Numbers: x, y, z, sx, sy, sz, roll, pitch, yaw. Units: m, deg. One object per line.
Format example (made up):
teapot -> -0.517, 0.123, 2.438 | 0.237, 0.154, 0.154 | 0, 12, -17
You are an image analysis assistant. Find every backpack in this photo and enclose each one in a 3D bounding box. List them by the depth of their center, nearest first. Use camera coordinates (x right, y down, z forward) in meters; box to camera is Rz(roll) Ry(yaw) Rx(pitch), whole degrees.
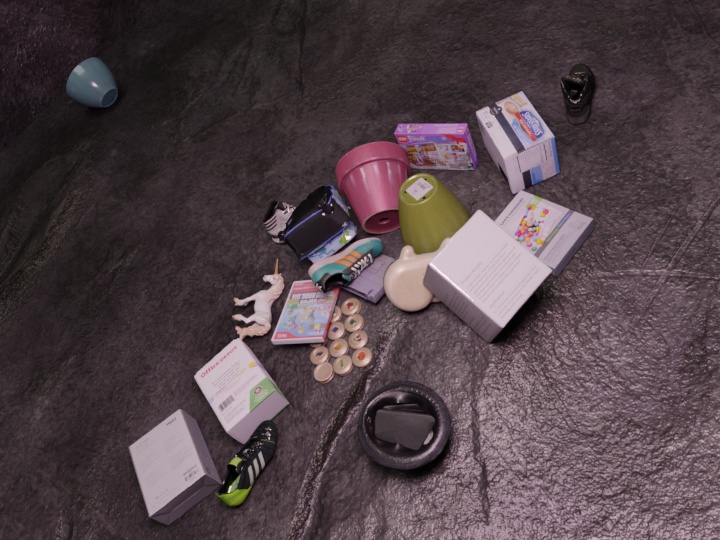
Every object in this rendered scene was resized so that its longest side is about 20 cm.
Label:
backpack -> -0.105, -0.119, 1.663 | 0.183, 0.147, 0.200 | -37, 21, 12

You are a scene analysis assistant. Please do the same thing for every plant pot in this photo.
plant pot -> 0.166, -0.133, 1.525 | 0.186, 0.200, 0.188 | -13, 51, 17
plant pot -> 0.047, -0.204, 1.656 | 0.199, 0.200, 0.180 | -19, 66, 12
plant pot -> -1.081, -0.749, 2.615 | 0.134, 0.200, 0.200 | 38, 75, 5

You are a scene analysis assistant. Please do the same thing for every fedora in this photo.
fedora -> 0.096, 0.325, 1.297 | 0.199, 0.092, 0.202 | -13, 52, 17

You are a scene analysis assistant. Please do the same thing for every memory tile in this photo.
memory tile -> -0.056, 0.166, 1.538 | 0.152, 0.017, 0.201 | -23, 50, 10

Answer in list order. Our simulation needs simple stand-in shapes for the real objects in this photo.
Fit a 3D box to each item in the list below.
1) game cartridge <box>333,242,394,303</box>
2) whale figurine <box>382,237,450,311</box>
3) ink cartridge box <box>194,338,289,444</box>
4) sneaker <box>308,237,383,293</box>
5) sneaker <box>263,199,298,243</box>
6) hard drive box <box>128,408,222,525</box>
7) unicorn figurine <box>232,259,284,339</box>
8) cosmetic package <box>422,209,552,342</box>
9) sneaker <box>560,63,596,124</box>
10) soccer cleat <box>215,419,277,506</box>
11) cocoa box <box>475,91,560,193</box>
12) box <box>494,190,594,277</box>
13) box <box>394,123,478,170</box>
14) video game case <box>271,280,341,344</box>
game cartridge -> 0.000, 0.000, 1.608 | 0.199, 0.039, 0.130 | 23, 54, 36
whale figurine -> 0.144, 0.004, 1.489 | 0.200, 0.159, 0.104 | -38, 14, 0
ink cartridge box -> -0.286, 0.284, 1.519 | 0.145, 0.084, 0.200 | -41, 49, -6
sneaker -> -0.024, -0.007, 1.559 | 0.199, 0.072, 0.080 | -27, 56, -8
sneaker -> -0.178, -0.156, 1.767 | 0.199, 0.116, 0.076 | -24, 49, 8
hard drive box -> -0.431, 0.451, 1.473 | 0.155, 0.077, 0.200 | -36, 49, -2
unicorn figurine -> -0.265, 0.087, 1.671 | 0.136, 0.074, 0.202 | -11, 66, 7
cosmetic package -> 0.261, 0.016, 1.348 | 0.200, 0.165, 0.165 | 42, 78, 13
sneaker -> 0.566, -0.489, 1.650 | 0.076, 0.114, 0.201 | 3, 56, 26
soccer cleat -> -0.247, 0.418, 1.403 | 0.067, 0.081, 0.201 | 11, 62, 32
cocoa box -> 0.395, -0.322, 1.596 | 0.130, 0.134, 0.201 | -24, 50, 7
box -> 0.413, -0.090, 1.480 | 0.199, 0.041, 0.156 | 31, 74, 40
box -> 0.203, -0.328, 1.693 | 0.199, 0.137, 0.039 | 8, 60, 30
video game case -> -0.132, 0.100, 1.599 | 0.142, 0.018, 0.201 | -5, 44, 23
